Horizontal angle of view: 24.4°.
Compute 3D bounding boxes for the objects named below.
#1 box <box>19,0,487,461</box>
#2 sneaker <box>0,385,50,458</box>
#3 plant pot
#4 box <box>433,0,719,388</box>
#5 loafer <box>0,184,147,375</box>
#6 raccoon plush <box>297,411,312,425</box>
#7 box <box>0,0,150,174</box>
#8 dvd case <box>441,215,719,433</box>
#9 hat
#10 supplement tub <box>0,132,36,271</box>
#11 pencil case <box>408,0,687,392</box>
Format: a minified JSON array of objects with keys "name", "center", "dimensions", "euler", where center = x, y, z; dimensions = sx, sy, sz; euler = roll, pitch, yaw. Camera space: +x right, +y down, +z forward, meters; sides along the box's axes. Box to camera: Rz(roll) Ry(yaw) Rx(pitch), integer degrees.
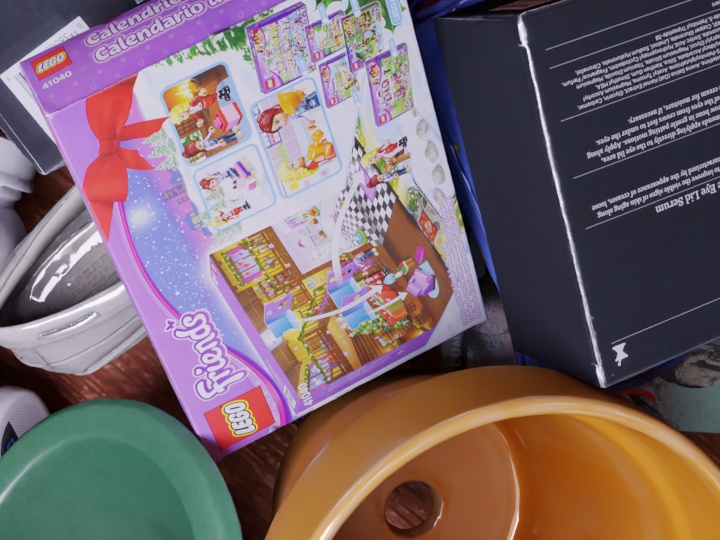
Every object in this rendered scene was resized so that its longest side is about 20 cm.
[{"name":"box","center":[-0.033,-0.026,0.651],"dimensions":[0.136,0.039,0.201],"euler":[-27,135,-9]},{"name":"sneaker","center":[-0.202,0.135,0.877],"dimensions":[0.111,0.073,0.202],"euler":[8,127,23]},{"name":"plant pot","center":[0.040,0.124,0.694],"dimensions":[0.198,0.183,0.203],"euler":[-3,103,-14]},{"name":"box","center":[0.144,-0.060,0.650],"dimensions":[0.198,0.079,0.143],"euler":[-20,104,-19]},{"name":"loafer","center":[-0.078,-0.031,0.690],"dimensions":[0.200,0.070,0.070],"euler":[-46,65,14]},{"name":"raccoon plush","center":[0.000,0.000,0.782],"dimensions":[0.133,0.097,0.200],"euler":[-36,136,10]},{"name":"box","center":[-0.082,-0.157,0.675],"dimensions":[0.199,0.115,0.132],"euler":[-31,110,23]},{"name":"dvd case","center":[0.137,0.010,0.782],"dimensions":[0.198,0.022,0.147],"euler":[4,118,8]},{"name":"hat","center":[-0.080,0.171,0.761],"dimensions":[0.165,0.176,0.201],"euler":[31,94,36]},{"name":"supplement tub","center":[-0.234,0.017,0.738],"dimensions":[0.143,0.145,0.202],"euler":[22,91,-4]},{"name":"pencil case","center":[0.074,-0.042,0.709],"dimensions":[0.086,0.078,0.202],"euler":[-27,105,-14]}]
